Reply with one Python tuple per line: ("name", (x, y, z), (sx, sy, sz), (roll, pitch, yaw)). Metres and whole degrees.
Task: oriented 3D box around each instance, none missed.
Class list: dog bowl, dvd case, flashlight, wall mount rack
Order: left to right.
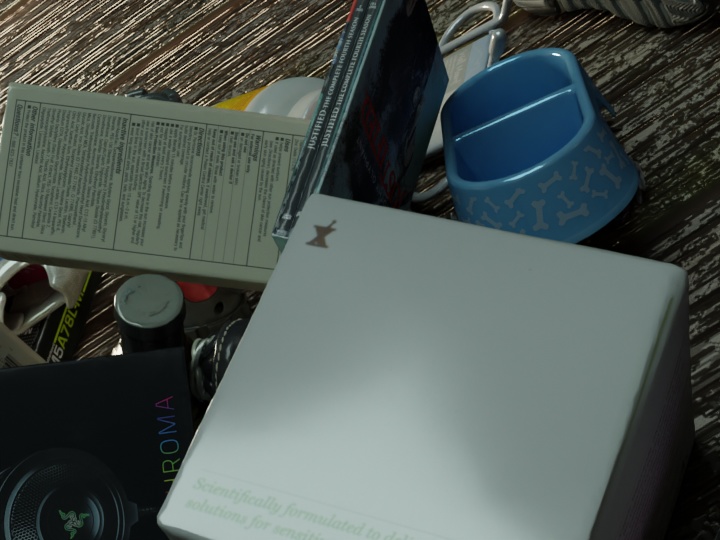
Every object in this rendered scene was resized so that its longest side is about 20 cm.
("flashlight", (-0.120, -0.025, 1.013), (0.068, 0.200, 0.068), (-36, 37, -22))
("dvd case", (0.006, -0.070, 0.863), (0.022, 0.146, 0.200), (11, 65, 19))
("wall mount rack", (0.068, -0.153, 1.070), (0.174, 0.075, 0.200), (-25, 38, 41))
("dog bowl", (0.101, -0.077, 0.904), (0.111, 0.050, 0.200), (-23, 25, 13))

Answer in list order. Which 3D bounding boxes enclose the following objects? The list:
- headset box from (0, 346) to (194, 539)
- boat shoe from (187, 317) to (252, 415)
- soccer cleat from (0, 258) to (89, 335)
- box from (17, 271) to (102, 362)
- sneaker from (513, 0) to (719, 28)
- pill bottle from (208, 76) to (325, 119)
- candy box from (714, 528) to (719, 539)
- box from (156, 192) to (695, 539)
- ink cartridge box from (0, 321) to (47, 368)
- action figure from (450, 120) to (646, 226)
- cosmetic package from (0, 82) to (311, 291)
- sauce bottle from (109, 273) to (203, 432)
("headset box", (-0.182, 0.141, 0.787), (0.199, 0.093, 0.175), (-6, 79, -8))
("boat shoe", (-0.068, 0.060, 0.840), (0.060, 0.200, 0.074), (11, 85, 5))
("soccer cleat", (-0.298, 0.022, 1.147), (0.200, 0.070, 0.086), (-21, 42, 18))
("box", (-0.313, 0.060, 1.214), (0.200, 0.048, 0.193), (-14, 43, 29))
("sneaker", (0.196, -0.242, 1.074), (0.200, 0.075, 0.116), (17, 62, 48))
("pill bottle", (-0.055, -0.073, 1.041), (0.200, 0.113, 0.113), (-7, 46, 58))
("candy box", (0.243, 0.168, 0.642), (0.200, 0.061, 0.137), (8, 58, 44))
("box", (0.045, 0.099, 0.738), (0.199, 0.171, 0.200), (13, 59, 21))
("ink cartridge box", (-0.256, 0.120, 0.986), (0.083, 0.200, 0.147), (17, 64, 50))
("action figure", (0.112, -0.030, 0.940), (0.130, 0.069, 0.200), (-27, 28, 27))
("cosmetic package", (-0.114, -0.046, 0.893), (0.199, 0.073, 0.104), (8, 85, -3))
("sauce bottle", (-0.125, 0.080, 0.923), (0.065, 0.200, 0.065), (2, 53, -3))
